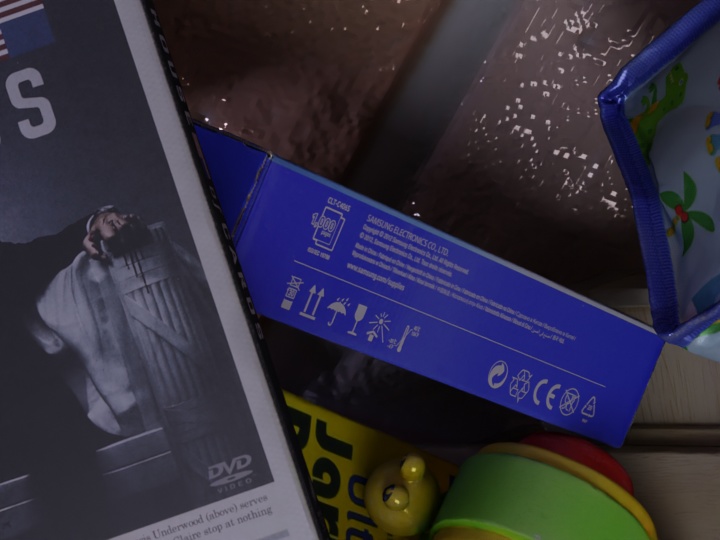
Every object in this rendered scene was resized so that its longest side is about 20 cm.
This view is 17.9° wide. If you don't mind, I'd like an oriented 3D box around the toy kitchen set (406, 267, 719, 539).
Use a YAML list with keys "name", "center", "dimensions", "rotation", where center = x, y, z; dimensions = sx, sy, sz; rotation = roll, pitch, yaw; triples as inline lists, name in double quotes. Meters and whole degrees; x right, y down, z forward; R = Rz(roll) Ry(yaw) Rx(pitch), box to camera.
- name: "toy kitchen set"
  center: [0.130, 0.091, 0.854]
  dimensions: [0.162, 0.180, 0.202]
  rotation: [-3, 98, 42]

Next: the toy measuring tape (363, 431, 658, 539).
- name: "toy measuring tape"
  center: [0.091, 0.100, 0.710]
  dimensions: [0.199, 0.074, 0.074]
  rotation: [22, 128, 16]

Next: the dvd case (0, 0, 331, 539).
- name: "dvd case"
  center: [-0.108, 0.003, 0.584]
  dimensions: [0.149, 0.025, 0.201]
  rotation: [-19, 89, 1]

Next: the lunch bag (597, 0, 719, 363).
- name: "lunch bag"
  center: [0.202, -0.038, 0.674]
  dimensions: [0.169, 0.128, 0.200]
  rotation: [24, 130, -36]

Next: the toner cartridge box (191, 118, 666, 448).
- name: "toner cartridge box"
  center: [0.000, 0.000, 0.697]
  dimensions: [0.199, 0.095, 0.043]
  rotation: [23, 92, -48]

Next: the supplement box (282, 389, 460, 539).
- name: "supplement box"
  center: [-0.059, 0.102, 0.752]
  dimensions: [0.109, 0.110, 0.199]
  rotation: [-17, 149, 40]
